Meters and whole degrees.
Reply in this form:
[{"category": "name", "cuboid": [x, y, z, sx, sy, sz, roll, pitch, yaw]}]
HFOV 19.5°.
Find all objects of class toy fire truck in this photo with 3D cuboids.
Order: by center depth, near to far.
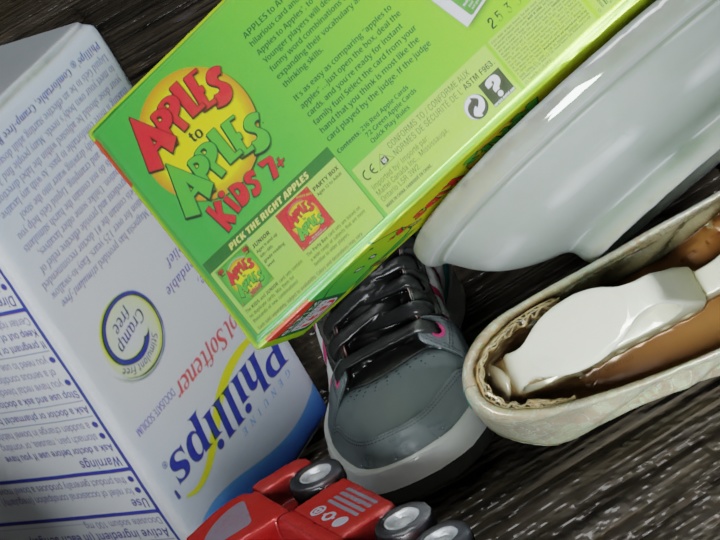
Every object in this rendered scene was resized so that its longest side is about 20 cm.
[{"category": "toy fire truck", "cuboid": [-0.023, 0.130, 0.658, 0.141, 0.049, 0.200, -30, 21, -21]}]

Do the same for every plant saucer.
[{"category": "plant saucer", "cuboid": [0.109, -0.055, 0.770, 0.200, 0.050, 0.200, -40, -6, -5]}]

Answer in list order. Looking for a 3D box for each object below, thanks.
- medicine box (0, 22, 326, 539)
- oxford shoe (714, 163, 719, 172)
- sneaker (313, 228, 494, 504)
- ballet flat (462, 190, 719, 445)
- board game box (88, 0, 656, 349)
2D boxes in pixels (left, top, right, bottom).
[{"category": "medicine box", "cuboid": [-0.146, 0.023, 0.862, 0.181, 0.201, 0.103, -10, 30, 40]}, {"category": "oxford shoe", "cuboid": [0.232, -0.106, 0.850, 0.199, 0.073, 0.085, -18, 22, 26]}, {"category": "sneaker", "cuboid": [0.000, 0.000, 0.838, 0.083, 0.121, 0.200, -26, 22, 8]}, {"category": "ballet flat", "cuboid": [0.125, 0.006, 0.736, 0.199, 0.068, 0.062, -31, -18, 13]}, {"category": "board game box", "cuboid": [0.010, -0.076, 0.732, 0.200, 0.102, 0.048, -42, -10, 18]}]
